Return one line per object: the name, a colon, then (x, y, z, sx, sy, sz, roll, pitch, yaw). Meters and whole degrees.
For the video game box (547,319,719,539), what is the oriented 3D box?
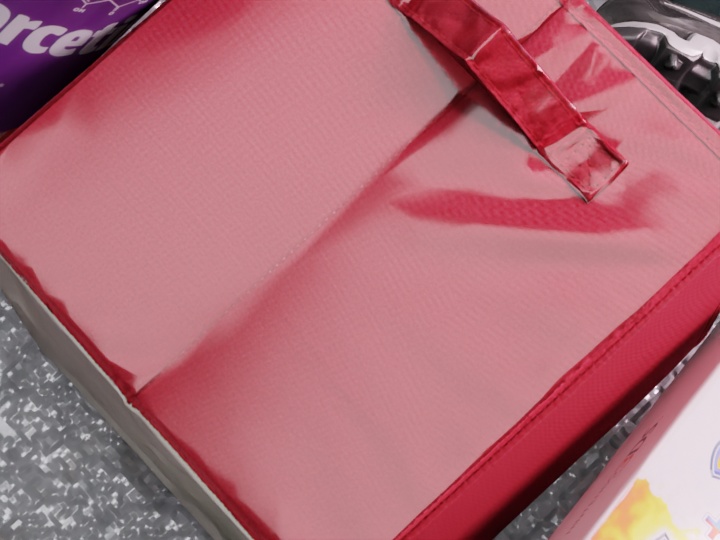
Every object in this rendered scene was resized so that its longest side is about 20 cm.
video game box: (0.147, 0.122, 0.701, 0.182, 0.047, 0.200, 44, 55, 0)

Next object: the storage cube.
storage cube: (0.000, 0.000, 0.712, 0.180, 0.200, 0.171, -42, 77, -9)

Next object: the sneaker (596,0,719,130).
sneaker: (0.158, -0.042, 0.796, 0.200, 0.067, 0.091, 30, 30, -11)

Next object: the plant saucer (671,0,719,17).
plant saucer: (0.166, -0.171, 0.794, 0.199, 0.036, 0.201, 6, 110, 17)

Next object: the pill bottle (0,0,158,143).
pill bottle: (-0.095, -0.123, 0.656, 0.112, 0.200, 0.113, 25, 47, -30)
